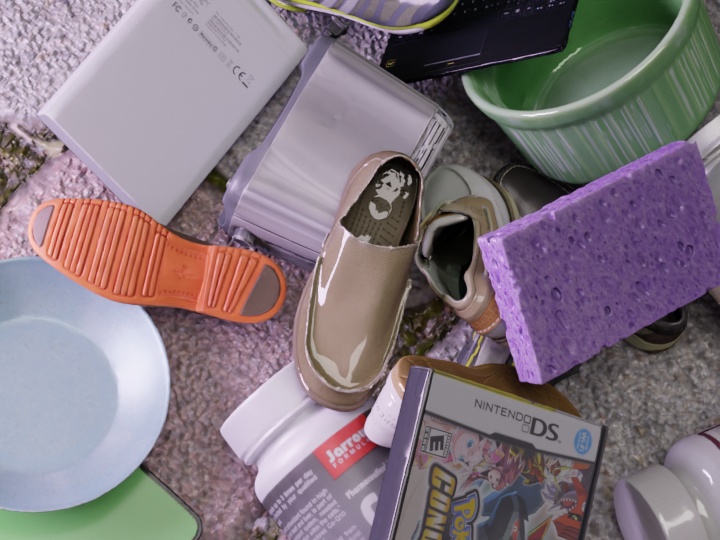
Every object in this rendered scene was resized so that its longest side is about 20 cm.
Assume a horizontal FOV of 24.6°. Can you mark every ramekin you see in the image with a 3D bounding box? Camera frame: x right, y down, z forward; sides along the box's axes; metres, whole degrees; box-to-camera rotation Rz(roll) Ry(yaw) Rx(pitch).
[{"bbox_3d":[0.188,-0.164,1.303,0.199,0.098,0.201,-22,41,21],"label":"ramekin"}]

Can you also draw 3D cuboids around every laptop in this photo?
[{"bbox_3d":[0.085,-0.262,1.318,0.176,0.103,0.201,-8,48,34],"label":"laptop"}]

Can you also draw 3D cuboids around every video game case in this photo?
[{"bbox_3d":[0.083,0.183,1.130,0.180,0.025,0.201,20,80,-37],"label":"video game case"}]

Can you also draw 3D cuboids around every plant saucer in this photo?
[{"bbox_3d":[-0.242,0.088,1.226,0.199,0.039,0.202,6,63,-12],"label":"plant saucer"}]

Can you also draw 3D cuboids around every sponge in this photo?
[{"bbox_3d":[0.183,-0.009,1.201,0.199,0.030,0.112,-26,104,-29],"label":"sponge"}]

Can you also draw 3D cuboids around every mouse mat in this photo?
[{"bbox_3d":[-0.235,0.209,1.211,0.161,0.008,0.200,40,70,6],"label":"mouse mat"}]

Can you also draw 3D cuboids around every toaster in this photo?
[{"bbox_3d":[-0.015,-0.087,1.288,0.129,0.114,0.201,30,72,-1],"label":"toaster"}]

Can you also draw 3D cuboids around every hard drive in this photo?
[{"bbox_3d":[-0.145,-0.149,1.306,0.132,0.027,0.200,46,68,-23],"label":"hard drive"}]

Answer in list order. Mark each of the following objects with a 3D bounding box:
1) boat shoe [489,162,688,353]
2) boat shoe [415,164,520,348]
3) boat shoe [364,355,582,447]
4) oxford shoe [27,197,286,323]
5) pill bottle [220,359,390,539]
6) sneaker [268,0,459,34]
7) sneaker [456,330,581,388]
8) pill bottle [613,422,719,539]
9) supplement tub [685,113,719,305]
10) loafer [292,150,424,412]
[{"bbox_3d":[0.187,-0.020,1.317,0.201,0.066,0.072,45,71,8],"label":"boat shoe"},{"bbox_3d":[0.079,-0.025,1.252,0.068,0.075,0.200,25,23,-30],"label":"boat shoe"},{"bbox_3d":[0.084,0.112,1.202,0.199,0.069,0.071,16,36,-38],"label":"boat shoe"},{"bbox_3d":[-0.157,-0.002,1.258,0.199,0.073,0.072,20,84,-7],"label":"oxford shoe"},{"bbox_3d":[-0.005,0.164,1.202,0.114,0.114,0.200,-37,80,-18],"label":"pill bottle"},{"bbox_3d":[-0.011,-0.238,1.316,0.199,0.081,0.074,9,83,26],"label":"sneaker"},{"bbox_3d":[0.145,0.035,1.277,0.084,0.075,0.201,29,99,-11],"label":"sneaker"},{"bbox_3d":[0.300,0.163,1.248,0.199,0.110,0.110,-21,75,-14],"label":"pill bottle"},{"bbox_3d":[0.332,-0.027,1.299,0.145,0.145,0.200,-35,79,-17],"label":"supplement tub"},{"bbox_3d":[0.000,0.000,1.176,0.075,0.067,0.201,12,72,-4],"label":"loafer"}]
